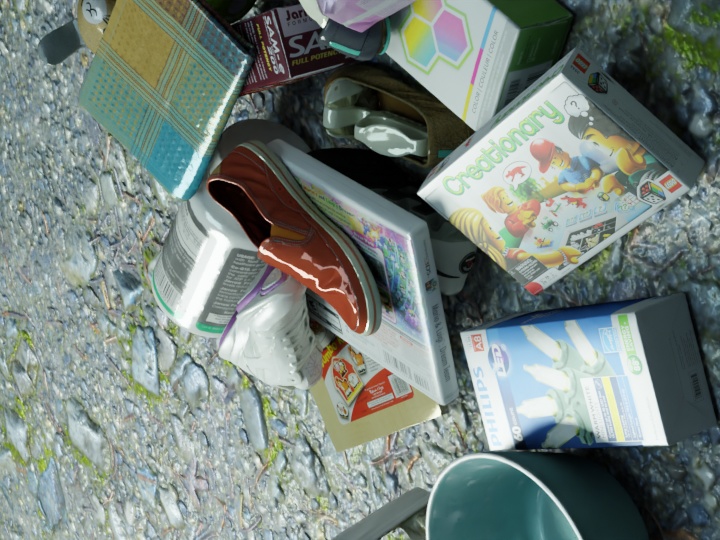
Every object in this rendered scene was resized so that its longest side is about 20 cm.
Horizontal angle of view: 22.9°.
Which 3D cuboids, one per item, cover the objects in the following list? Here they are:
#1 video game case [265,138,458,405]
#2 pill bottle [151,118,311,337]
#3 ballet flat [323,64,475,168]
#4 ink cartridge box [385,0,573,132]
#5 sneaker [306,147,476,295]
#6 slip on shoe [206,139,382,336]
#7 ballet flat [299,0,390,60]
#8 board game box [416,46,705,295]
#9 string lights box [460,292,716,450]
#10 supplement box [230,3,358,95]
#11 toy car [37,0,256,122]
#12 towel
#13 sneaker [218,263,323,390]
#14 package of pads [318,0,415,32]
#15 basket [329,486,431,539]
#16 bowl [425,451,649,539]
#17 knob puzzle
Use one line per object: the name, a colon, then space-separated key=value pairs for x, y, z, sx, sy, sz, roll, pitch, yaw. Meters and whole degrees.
video game case: x=0.000 y=0.000 z=1.491 sx=0.200 sy=0.024 sz=0.183 roll=32 pitch=145 yaw=43
pill bottle: x=-0.116 y=-0.038 z=1.643 sx=0.113 sy=0.113 sz=0.200 roll=54 pitch=140 yaw=22
ballet flat: x=0.016 y=-0.124 z=1.472 sx=0.200 sy=0.072 sz=0.068 roll=29 pitch=125 yaw=43
ink cartridge box: x=0.068 y=-0.203 z=1.382 sx=0.200 sy=0.059 sz=0.104 roll=46 pitch=138 yaw=31
sneaker: x=0.017 y=-0.041 z=1.503 sx=0.200 sy=0.074 sz=0.089 roll=33 pitch=127 yaw=41
slip on shoe: x=-0.055 y=-0.020 z=1.468 sx=0.200 sy=0.061 sz=0.074 roll=49 pitch=152 yaw=14
ballet flat: x=-0.026 y=-0.253 z=1.416 sx=0.073 sy=0.073 sz=0.201 roll=127 pitch=140 yaw=-48
board game box: x=0.144 y=-0.068 z=1.316 sx=0.126 sy=0.035 sz=0.200 roll=40 pitch=142 yaw=-8
string lights box: x=0.172 y=0.081 z=1.368 sx=0.199 sy=0.059 sz=0.104 roll=-10 pitch=96 yaw=53
supplement box: x=-0.076 y=-0.188 z=1.525 sx=0.200 sy=0.108 sz=0.061 roll=-8 pitch=99 yaw=57
toy car: x=-0.222 y=-0.242 z=1.615 sx=0.164 sy=0.157 sz=0.200 roll=50 pitch=116 yaw=23
towel: x=-0.167 y=-0.166 z=1.526 sx=0.147 sy=0.022 sz=0.200 roll=45 pitch=138 yaw=12
sneaker: x=-0.064 y=0.050 z=1.581 sx=0.099 sy=0.075 sz=0.200 roll=37 pitch=157 yaw=2
package of pads: x=0.046 y=-0.274 z=1.300 sx=0.199 sy=0.076 sz=0.121 roll=-27 pitch=72 yaw=25
basket: x=0.043 y=0.317 z=1.560 sx=0.123 sy=0.135 sz=0.201 roll=35 pitch=137 yaw=36
bowl: x=0.155 y=0.226 z=1.414 sx=0.200 sy=0.105 sz=0.202 roll=24 pitch=122 yaw=45
knob puzzle: x=-0.003 y=0.051 z=1.604 sx=0.219 sy=0.030 sz=0.221 roll=26 pitch=125 yaw=45
